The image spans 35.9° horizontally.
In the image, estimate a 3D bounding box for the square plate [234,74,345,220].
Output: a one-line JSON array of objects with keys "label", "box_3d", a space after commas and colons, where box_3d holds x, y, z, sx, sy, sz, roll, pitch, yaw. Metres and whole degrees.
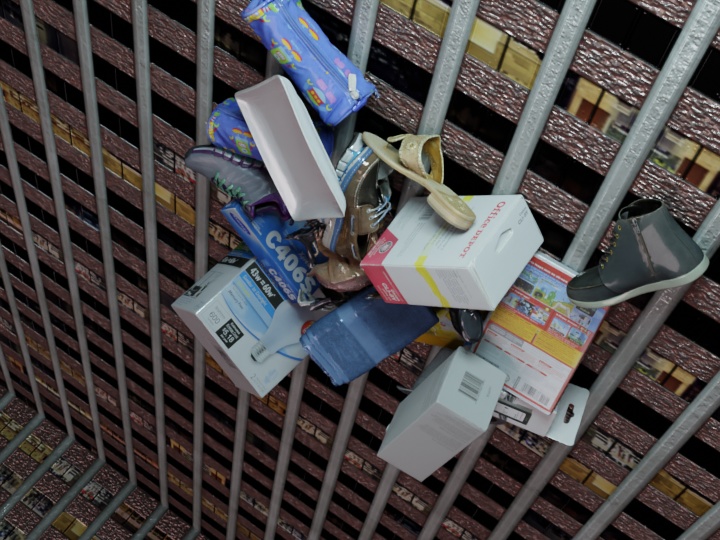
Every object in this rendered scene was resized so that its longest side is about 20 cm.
[{"label": "square plate", "box_3d": [-0.091, -0.162, 1.494, 0.200, 0.028, 0.198, 65, 159, -11]}]

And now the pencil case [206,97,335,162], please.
[{"label": "pencil case", "box_3d": [-0.133, -0.198, 1.625, 0.200, 0.078, 0.087, 20, 153, 31]}]

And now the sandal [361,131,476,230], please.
[{"label": "sandal", "box_3d": [0.092, -0.144, 1.469, 0.212, 0.078, 0.070, 48, 114, 31]}]

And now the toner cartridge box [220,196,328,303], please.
[{"label": "toner cartridge box", "box_3d": [-0.129, -0.052, 1.797, 0.043, 0.095, 0.200, -8, 126, 51]}]

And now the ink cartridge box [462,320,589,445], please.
[{"label": "ink cartridge box", "box_3d": [0.238, 0.162, 1.628, 0.200, 0.116, 0.068, 21, 140, 8]}]

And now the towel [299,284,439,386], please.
[{"label": "towel", "box_3d": [0.013, 0.087, 1.701, 0.200, 0.049, 0.112, -33, 107, 13]}]

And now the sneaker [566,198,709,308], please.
[{"label": "sneaker", "box_3d": [0.320, -0.024, 1.371, 0.200, 0.075, 0.106, -20, 111, 46]}]

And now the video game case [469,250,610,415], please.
[{"label": "video game case", "box_3d": [0.244, 0.083, 1.531, 0.143, 0.017, 0.200, 31, 115, 16]}]

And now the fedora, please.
[{"label": "fedora", "box_3d": [0.158, 0.175, 1.746, 0.177, 0.090, 0.200, 9, 166, 40]}]

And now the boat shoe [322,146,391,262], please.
[{"label": "boat shoe", "box_3d": [0.005, -0.088, 1.524, 0.072, 0.072, 0.200, 33, 146, 12]}]

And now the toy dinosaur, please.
[{"label": "toy dinosaur", "box_3d": [0.000, 0.000, 1.632, 0.200, 0.136, 0.086, -15, 154, 18]}]

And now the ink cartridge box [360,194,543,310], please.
[{"label": "ink cartridge box", "box_3d": [0.123, -0.026, 1.501, 0.200, 0.145, 0.083, 3, 134, 46]}]

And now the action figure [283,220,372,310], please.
[{"label": "action figure", "box_3d": [-0.040, 0.010, 1.768, 0.102, 0.119, 0.200, -12, 113, 42]}]

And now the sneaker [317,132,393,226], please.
[{"label": "sneaker", "box_3d": [-0.003, -0.110, 1.609, 0.087, 0.075, 0.200, 32, 149, 2]}]

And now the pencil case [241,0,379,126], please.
[{"label": "pencil case", "box_3d": [-0.064, -0.278, 1.431, 0.200, 0.078, 0.087, 50, 164, -16]}]

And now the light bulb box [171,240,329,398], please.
[{"label": "light bulb box", "box_3d": [-0.173, 0.072, 1.883, 0.198, 0.200, 0.125, 54, 160, -23]}]

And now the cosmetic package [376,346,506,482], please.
[{"label": "cosmetic package", "box_3d": [0.112, 0.206, 1.573, 0.085, 0.108, 0.200, 31, 142, -5]}]

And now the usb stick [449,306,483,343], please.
[{"label": "usb stick", "box_3d": [0.147, 0.068, 1.554, 0.200, 0.033, 0.056, -61, -41, -89]}]

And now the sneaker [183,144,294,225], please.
[{"label": "sneaker", "box_3d": [-0.184, -0.131, 1.705, 0.200, 0.088, 0.074, 14, 158, 7]}]

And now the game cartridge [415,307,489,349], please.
[{"label": "game cartridge", "box_3d": [0.115, 0.043, 1.714, 0.176, 0.032, 0.200, 10, 139, 41]}]
